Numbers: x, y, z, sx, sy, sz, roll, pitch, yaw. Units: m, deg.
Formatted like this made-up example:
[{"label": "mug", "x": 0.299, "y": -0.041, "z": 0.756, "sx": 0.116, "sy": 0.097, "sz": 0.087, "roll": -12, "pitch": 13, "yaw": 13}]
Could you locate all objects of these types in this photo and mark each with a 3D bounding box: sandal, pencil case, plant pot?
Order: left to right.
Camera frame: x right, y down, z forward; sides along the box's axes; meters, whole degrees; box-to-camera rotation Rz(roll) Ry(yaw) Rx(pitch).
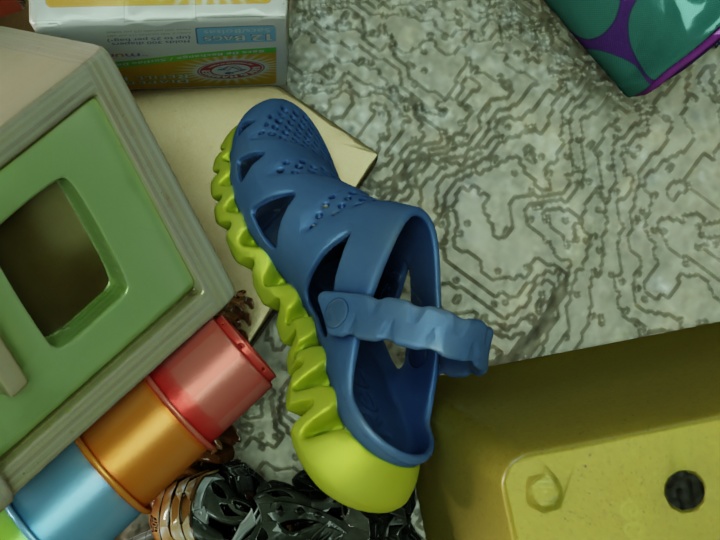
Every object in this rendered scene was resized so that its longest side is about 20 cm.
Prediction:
[{"label": "sandal", "x": 0.000, "y": 0.000, "z": 0.716, "sx": 0.087, "sy": 0.079, "sz": 0.200, "roll": -42, "pitch": 55, "yaw": 26}, {"label": "pencil case", "x": 0.098, "y": -0.179, "z": 0.773, "sx": 0.092, "sy": 0.085, "sz": 0.200, "roll": -41, "pitch": 86, "yaw": 12}, {"label": "plant pot", "x": 0.130, "y": 0.128, "z": 0.709, "sx": 0.199, "sy": 0.176, "sz": 0.201, "roll": -11, "pitch": 86, "yaw": 1}]

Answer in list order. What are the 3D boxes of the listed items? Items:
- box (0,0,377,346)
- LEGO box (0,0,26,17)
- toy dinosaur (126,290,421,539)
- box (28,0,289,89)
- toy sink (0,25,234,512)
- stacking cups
[{"label": "box", "x": -0.116, "y": -0.044, "z": 0.802, "sx": 0.200, "sy": 0.021, "sz": 0.164, "roll": 34, "pitch": 88, "yaw": 3}, {"label": "LEGO box", "x": -0.249, "y": -0.188, "z": 0.743, "sx": 0.149, "sy": 0.077, "sz": 0.200, "roll": -19, "pitch": 61, "yaw": -4}, {"label": "toy dinosaur", "x": -0.050, "y": 0.118, "z": 0.757, "sx": 0.135, "sy": 0.102, "sz": 0.201, "roll": -2, "pitch": 114, "yaw": 16}, {"label": "box", "x": -0.088, "y": -0.189, "z": 0.756, "sx": 0.112, "sy": 0.101, "sz": 0.201, "roll": -1, "pitch": 80, "yaw": -3}, {"label": "toy sink", "x": -0.170, "y": 0.013, "z": 0.675, "sx": 0.200, "sy": 0.112, "sz": 0.131, "roll": -41, "pitch": 125, "yaw": -25}, {"label": "stacking cups", "x": -0.124, "y": 0.095, "z": 0.711, "sx": 0.200, "sy": 0.061, "sz": 0.061, "roll": -45, "pitch": 87, "yaw": -2}]
